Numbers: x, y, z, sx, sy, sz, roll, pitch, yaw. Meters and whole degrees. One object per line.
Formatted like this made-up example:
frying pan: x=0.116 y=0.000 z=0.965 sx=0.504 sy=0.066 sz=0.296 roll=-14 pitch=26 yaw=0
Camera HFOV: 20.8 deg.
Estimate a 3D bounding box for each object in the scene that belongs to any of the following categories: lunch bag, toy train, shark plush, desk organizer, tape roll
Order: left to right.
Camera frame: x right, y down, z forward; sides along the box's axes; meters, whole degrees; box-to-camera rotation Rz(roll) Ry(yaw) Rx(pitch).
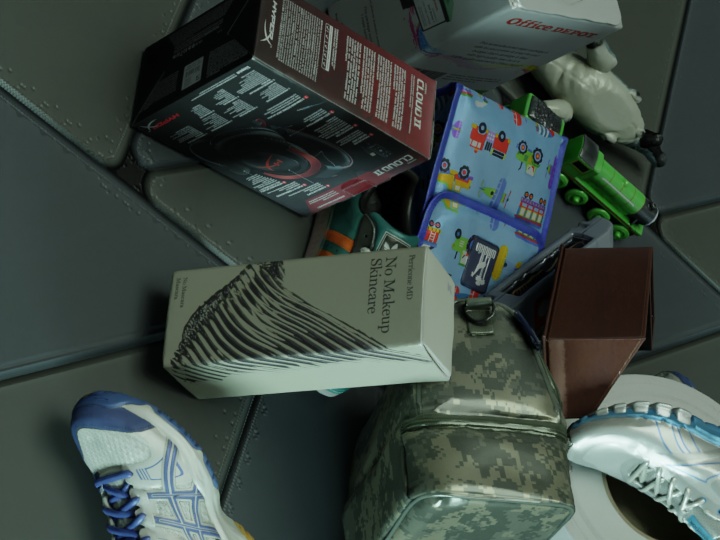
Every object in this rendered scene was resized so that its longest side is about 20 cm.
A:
lunch bag: x=0.068 y=0.133 z=1.465 sx=0.138 sy=0.200 sz=0.169 roll=3 pitch=59 yaw=-17
lunch bag: x=0.083 y=-0.037 z=1.653 sx=0.150 sy=0.094 sz=0.201 roll=20 pitch=73 yaw=-43
toy train: x=0.200 y=-0.094 z=1.802 sx=0.200 sy=0.056 sz=0.042 roll=36 pitch=51 yaw=-29
desk organizer: x=0.189 y=0.046 z=1.538 sx=0.200 sy=0.076 sz=0.072 roll=-65 pitch=152 yaw=-67
shark plush: x=0.229 y=-0.166 z=1.849 sx=0.199 sy=0.083 sz=0.091 roll=23 pitch=100 yaw=-31
tape roll: x=0.214 y=0.202 z=1.548 sx=0.201 sy=0.139 sz=0.204 roll=10 pitch=52 yaw=-13

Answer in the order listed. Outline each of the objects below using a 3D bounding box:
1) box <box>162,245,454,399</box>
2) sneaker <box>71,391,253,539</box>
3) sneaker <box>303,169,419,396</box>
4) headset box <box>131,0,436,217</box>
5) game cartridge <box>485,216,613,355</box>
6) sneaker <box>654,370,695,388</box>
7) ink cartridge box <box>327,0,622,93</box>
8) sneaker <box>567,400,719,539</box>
box: x=-0.036 y=0.039 z=1.400 sx=0.068 sy=0.199 sz=0.083 roll=50 pitch=38 yaw=-57
sneaker: x=-0.136 y=0.175 z=1.328 sx=0.200 sy=0.075 sz=0.088 roll=54 pitch=45 yaw=-13
sneaker: x=0.000 y=0.000 z=1.542 sx=0.071 sy=0.080 sz=0.201 roll=30 pitch=54 yaw=-33
headset box: x=-0.049 y=-0.122 z=1.495 sx=0.199 sy=0.148 sz=0.075 roll=27 pitch=56 yaw=-34
game cartridge: x=0.160 y=0.052 z=1.673 sx=0.200 sy=0.041 sz=0.134 roll=-35 pitch=133 yaw=-45
sneaker: x=0.232 y=0.128 z=1.728 sx=0.200 sy=0.075 sz=0.088 roll=-40 pitch=102 yaw=-47
ink cartridge box: x=0.095 y=-0.212 z=1.639 sx=0.144 sy=0.199 sz=0.084 roll=1 pitch=73 yaw=-45
sneaker: x=0.244 y=0.156 z=1.459 sx=0.199 sy=0.075 sz=0.087 roll=11 pitch=58 yaw=-12
